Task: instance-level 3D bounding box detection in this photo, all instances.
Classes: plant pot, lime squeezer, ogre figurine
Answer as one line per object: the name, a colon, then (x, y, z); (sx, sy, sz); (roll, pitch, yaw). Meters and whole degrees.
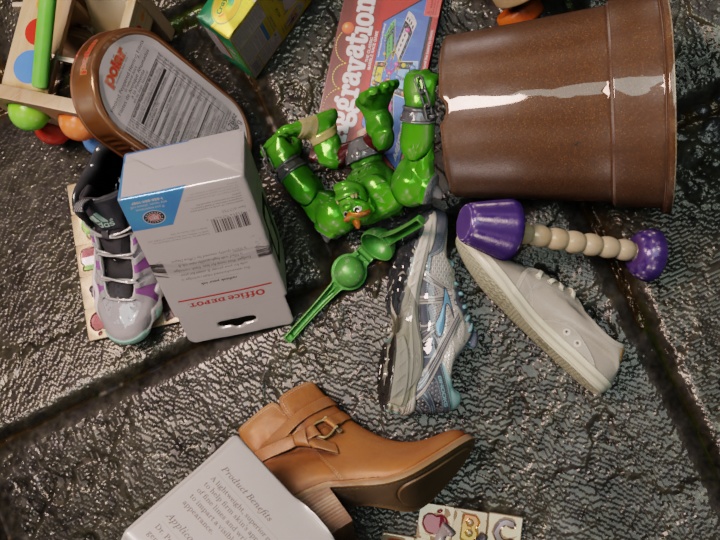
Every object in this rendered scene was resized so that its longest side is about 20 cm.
plant pot: (0.178, -0.145, 0.857); (0.196, 0.200, 0.202); (-3, 82, 14)
lime squeezer: (0.000, 0.000, 0.918); (0.038, 0.071, 0.200); (35, 122, -24)
ogre figurine: (0.002, -0.102, 0.892); (0.199, 0.098, 0.121); (-21, 94, 14)

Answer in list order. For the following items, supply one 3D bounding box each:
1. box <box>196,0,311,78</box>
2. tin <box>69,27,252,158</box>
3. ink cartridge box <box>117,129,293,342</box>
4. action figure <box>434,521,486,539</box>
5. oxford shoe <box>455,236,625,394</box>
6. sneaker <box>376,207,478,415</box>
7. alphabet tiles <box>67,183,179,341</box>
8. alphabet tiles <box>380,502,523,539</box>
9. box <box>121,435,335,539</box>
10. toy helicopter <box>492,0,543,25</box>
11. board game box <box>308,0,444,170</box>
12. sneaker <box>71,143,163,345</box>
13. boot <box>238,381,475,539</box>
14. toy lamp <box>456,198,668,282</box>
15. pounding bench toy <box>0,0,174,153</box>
box: (-0.076, -0.301, 0.937); (0.048, 0.117, 0.201); (36, 87, 9)
tin: (-0.182, -0.147, 0.892); (0.042, 0.200, 0.113); (-5, 61, 40)
ink cartridge box: (-0.139, -0.026, 0.892); (0.115, 0.201, 0.068); (-11, 46, 3)
action figure: (0.085, 0.348, 0.854); (0.199, 0.105, 0.194); (35, 95, -17)
oxford shoe: (0.170, 0.030, 0.886); (0.200, 0.075, 0.058); (44, 87, 6)
sneaker: (0.070, 0.041, 0.907); (0.086, 0.078, 0.202); (11, 82, -13)
alphabet tiles: (-0.198, -0.029, 0.971); (0.198, 0.008, 0.169); (-12, 81, 5)
alphabet tiles: (0.092, 0.327, 0.888); (0.165, 0.006, 0.202); (7, 83, 8)
box: (-0.106, 0.286, 0.804); (0.199, 0.200, 0.131); (44, 51, 11)
toy helicopter: (0.207, -0.320, 0.910); (0.200, 0.132, 0.079); (-43, 110, -17)
board game box: (0.018, -0.201, 0.962); (0.102, 0.019, 0.202); (11, 84, 9)
sneaker: (-0.240, -0.033, 0.901); (0.077, 0.140, 0.202); (-3, 81, 6)
boot: (-0.005, 0.162, 0.891); (0.199, 0.074, 0.155); (-23, 51, -24)
toy lamp: (0.183, -0.028, 0.862); (0.198, 0.058, 0.059); (10, 83, -20)
pounding bench toy: (-0.285, -0.209, 0.908); (0.123, 0.200, 0.157); (12, 83, 8)
